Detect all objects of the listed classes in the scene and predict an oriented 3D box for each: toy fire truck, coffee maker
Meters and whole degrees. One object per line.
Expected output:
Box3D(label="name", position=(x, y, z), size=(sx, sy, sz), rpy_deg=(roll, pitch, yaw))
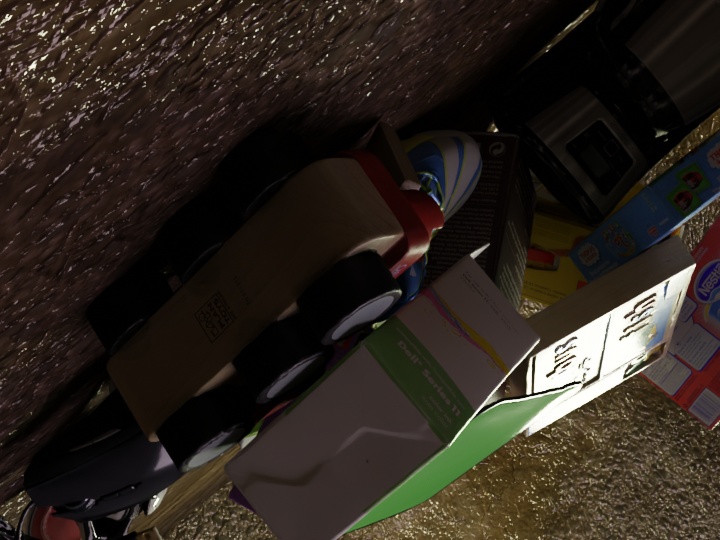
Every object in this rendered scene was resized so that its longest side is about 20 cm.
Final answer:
Box3D(label="toy fire truck", position=(-0.029, -0.003, 0.722), size=(0.176, 0.129, 0.199), rpy_deg=(-43, 163, 28))
Box3D(label="coffee maker", position=(0.207, -0.139, 1.004), size=(0.200, 0.135, 0.192), rpy_deg=(-40, 175, 6))

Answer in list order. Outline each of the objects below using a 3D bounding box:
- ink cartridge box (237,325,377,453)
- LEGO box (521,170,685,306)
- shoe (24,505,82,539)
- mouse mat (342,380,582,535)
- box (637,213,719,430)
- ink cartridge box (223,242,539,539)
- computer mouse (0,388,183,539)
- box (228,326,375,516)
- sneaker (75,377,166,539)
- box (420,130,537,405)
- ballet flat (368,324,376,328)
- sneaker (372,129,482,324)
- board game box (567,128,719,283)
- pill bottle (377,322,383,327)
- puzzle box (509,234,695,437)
Box3D(label="ink cartridge box", position=(-0.058, 0.114, 1.268), size=(0.147, 0.076, 0.200), rpy_deg=(-16, 170, -11))
Box3D(label="LEGO box", position=(0.157, -0.036, 1.111), size=(0.149, 0.199, 0.078), rpy_deg=(-30, 134, -57))
Box3D(label="shoe", position=(-0.175, 0.142, 1.023), size=(0.200, 0.071, 0.091), rpy_deg=(-43, 175, -30))
Box3D(label="mouse mat", position=(0.056, 0.123, 0.855), size=(0.161, 0.008, 0.200), rpy_deg=(-40, 163, 20))
Box3D(label="box", position=(0.305, 0.014, 1.060), size=(0.095, 0.102, 0.201), rpy_deg=(-37, 160, -49))
Box3D(label="ink cartridge box", position=(0.024, 0.064, 0.726), size=(0.117, 0.067, 0.200), rpy_deg=(-43, 176, 28))
Box3D(label="computer mouse", position=(-0.149, 0.144, 0.841), size=(0.199, 0.046, 0.141), rpy_deg=(-32, 136, 4))
Box3D(label="box", position=(-0.014, 0.107, 0.949), size=(0.138, 0.039, 0.200), rpy_deg=(-65, 161, 0))
Box3D(label="sneaker", position=(-0.144, 0.121, 0.902), size=(0.073, 0.081, 0.200), rpy_deg=(4, 146, -30))
Box3D(label="box", position=(0.072, 0.012, 0.948), size=(0.100, 0.074, 0.202), rpy_deg=(59, 39, -62))
Box3D(label="ballet flat", position=(0.000, 0.000, 1.009), size=(0.068, 0.067, 0.201), rpy_deg=(14, -111, 44))
Box3D(label="sneaker", position=(0.024, -0.017, 0.846), size=(0.199, 0.076, 0.105), rpy_deg=(-36, -143, -23))
Box3D(label="board game box", position=(0.250, -0.075, 0.929), size=(0.199, 0.037, 0.151), rpy_deg=(-35, 173, -19))
Box3D(label="pill bottle", position=(0.052, 0.021, 1.317), size=(0.112, 0.112, 0.200), rpy_deg=(-39, 174, -4))
Box3D(label="puzzle box", position=(0.168, 0.053, 0.959), size=(0.132, 0.026, 0.200), rpy_deg=(-29, 158, -4))
